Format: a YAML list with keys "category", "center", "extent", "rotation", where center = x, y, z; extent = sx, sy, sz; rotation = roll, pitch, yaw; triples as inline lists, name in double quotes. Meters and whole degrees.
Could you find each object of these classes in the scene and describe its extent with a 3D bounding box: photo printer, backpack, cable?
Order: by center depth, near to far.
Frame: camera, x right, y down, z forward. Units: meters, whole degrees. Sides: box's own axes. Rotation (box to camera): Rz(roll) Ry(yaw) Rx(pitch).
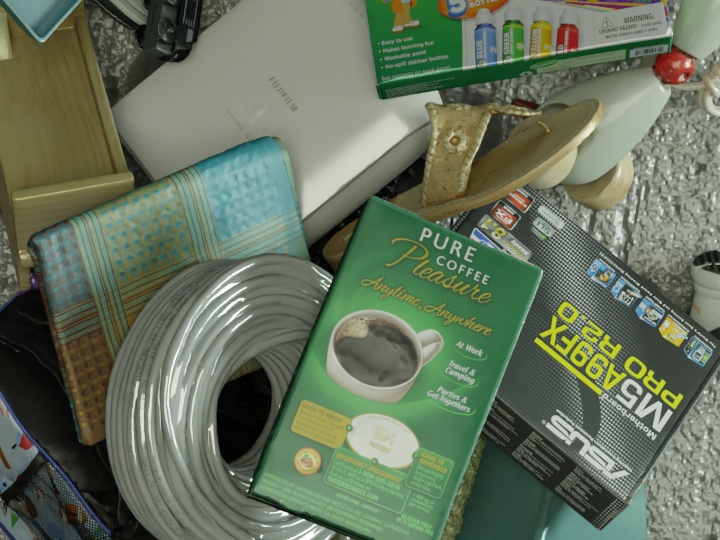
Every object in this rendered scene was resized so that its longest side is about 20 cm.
- category: "cable"
  center: [-0.070, 0.089, 1.540]
  extent: [0.200, 0.069, 0.201]
  rotation: [24, 78, -41]
- category: "backpack"
  center: [-0.183, 0.099, 1.635]
  extent: [0.154, 0.200, 0.191]
  rotation: [-34, 92, 39]
- category: "photo printer"
  center: [-0.052, -0.105, 1.659]
  extent: [0.200, 0.069, 0.167]
  rotation: [-38, 75, 3]

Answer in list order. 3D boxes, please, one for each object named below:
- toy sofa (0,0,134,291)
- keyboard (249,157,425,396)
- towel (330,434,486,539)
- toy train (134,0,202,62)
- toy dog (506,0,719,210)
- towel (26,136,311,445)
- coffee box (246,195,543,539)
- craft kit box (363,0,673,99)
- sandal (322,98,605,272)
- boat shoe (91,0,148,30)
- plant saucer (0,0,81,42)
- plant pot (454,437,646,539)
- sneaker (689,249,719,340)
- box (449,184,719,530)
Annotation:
- category: "toy sofa"
  center: [-0.206, -0.087, 1.626]
  extent: [0.082, 0.200, 0.098]
  rotation: [-10, 138, -11]
- category: "keyboard"
  center: [0.000, 0.000, 1.653]
  extent: [0.104, 0.040, 0.201]
  rotation: [15, 70, 10]
- category: "towel"
  center: [0.018, 0.128, 1.638]
  extent: [0.036, 0.148, 0.201]
  rotation: [41, 62, -42]
- category: "toy train"
  center: [-0.116, -0.236, 1.657]
  extent: [0.046, 0.034, 0.201]
  rotation: [22, 70, -42]
- category: "toy dog"
  center: [0.174, -0.133, 1.663]
  extent: [0.200, 0.132, 0.096]
  rotation: [-36, 54, -2]
- category: "towel"
  center: [-0.114, 0.010, 1.553]
  extent: [0.200, 0.022, 0.147]
  rotation: [-25, 111, -34]
- category: "coffee box"
  center: [0.022, 0.068, 1.497]
  extent: [0.123, 0.044, 0.201]
  rotation: [21, 81, -3]
- category: "craft kit box"
  center: [0.094, -0.227, 1.605]
  extent: [0.199, 0.049, 0.198]
  rotation: [-10, 77, 3]
- category: "sandal"
  center: [0.053, -0.075, 1.590]
  extent: [0.211, 0.078, 0.070]
  rotation: [-31, 109, 16]
- category: "boat shoe"
  center: [-0.204, -0.242, 1.673]
  extent: [0.060, 0.076, 0.200]
  rotation: [-25, 106, 43]
- category: "plant saucer"
  center: [-0.185, -0.238, 1.633]
  extent: [0.070, 0.019, 0.200]
  rotation: [49, 55, -18]
- category: "plant pot"
  center: [0.108, 0.191, 1.639]
  extent: [0.141, 0.141, 0.201]
  rotation: [24, 77, -45]
- category: "sneaker"
  center: [0.324, 0.039, 1.691]
  extent: [0.199, 0.074, 0.080]
  rotation: [9, 108, 4]
- category: "box"
  center: [0.125, 0.048, 1.589]
  extent: [0.200, 0.044, 0.160]
  rotation: [40, 51, 2]
